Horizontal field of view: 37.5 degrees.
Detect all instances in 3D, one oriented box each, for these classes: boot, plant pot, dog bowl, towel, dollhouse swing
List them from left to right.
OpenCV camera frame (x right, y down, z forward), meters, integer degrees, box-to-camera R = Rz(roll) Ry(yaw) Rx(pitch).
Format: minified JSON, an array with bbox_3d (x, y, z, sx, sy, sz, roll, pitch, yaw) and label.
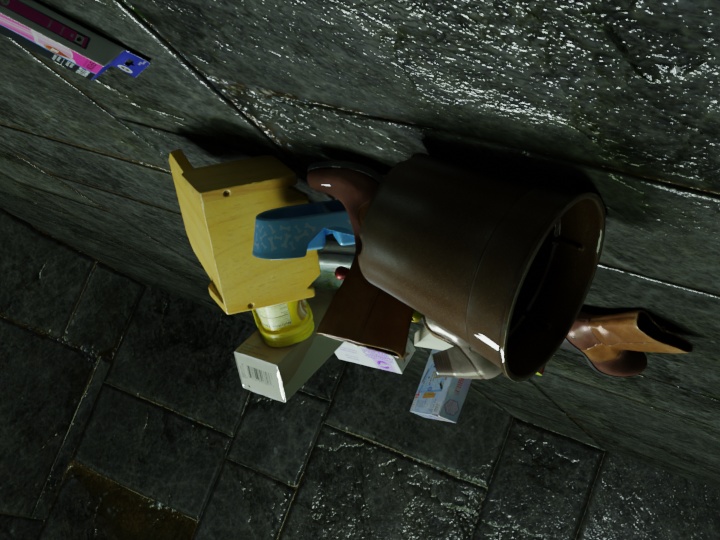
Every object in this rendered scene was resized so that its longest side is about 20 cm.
[{"bbox_3d":[-0.163,-0.077,1.481,0.180,0.201,0.176,-11,-144,-4],"label":"dollhouse swing"},{"bbox_3d":[-0.042,-0.057,1.349,0.198,0.050,0.112,-8,-167,-7],"label":"dog bowl"},{"bbox_3d":[-0.006,-0.015,1.254,0.187,0.202,0.069,21,172,5],"label":"boot"},{"bbox_3d":[0.000,0.000,1.666,0.198,0.049,0.171,3,166,0],"label":"towel"},{"bbox_3d":[0.179,0.083,1.758,0.145,0.202,0.070,-17,175,12],"label":"boot"},{"bbox_3d":[0.116,-0.018,1.089,0.197,0.201,0.200,25,173,28],"label":"plant pot"},{"bbox_3d":[0.402,0.102,1.536,0.188,0.069,0.199,34,159,-23],"label":"boot"}]

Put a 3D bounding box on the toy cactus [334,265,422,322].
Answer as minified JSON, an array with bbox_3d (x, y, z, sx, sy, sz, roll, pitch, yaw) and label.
[{"bbox_3d":[0.068,0.017,1.436,0.164,0.103,0.199,7,177,-32],"label":"toy cactus"}]

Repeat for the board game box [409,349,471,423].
[{"bbox_3d":[0.171,0.188,2.045,0.041,0.201,0.200,22,171,-10],"label":"board game box"}]

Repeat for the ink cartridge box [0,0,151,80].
[{"bbox_3d":[-0.342,-0.263,1.206,0.199,0.037,0.095,24,171,-21],"label":"ink cartridge box"}]

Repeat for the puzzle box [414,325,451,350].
[{"bbox_3d":[0.209,0.122,1.890,0.198,0.026,0.133,10,159,-14],"label":"puzzle box"}]

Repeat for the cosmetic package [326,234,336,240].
[{"bbox_3d":[-0.059,-0.023,1.842,0.082,0.051,0.200,22,171,4],"label":"cosmetic package"}]

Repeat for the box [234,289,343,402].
[{"bbox_3d":[-0.103,0.114,1.715,0.094,0.200,0.078,13,129,31],"label":"box"}]

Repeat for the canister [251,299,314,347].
[{"bbox_3d":[-0.142,-0.004,1.644,0.149,0.086,0.201,-121,15,-56],"label":"canister"}]

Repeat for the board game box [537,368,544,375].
[{"bbox_3d":[0.231,0.078,1.587,0.047,0.102,0.200,15,168,37],"label":"board game box"}]

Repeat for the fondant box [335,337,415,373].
[{"bbox_3d":[-0.006,0.090,1.853,0.143,0.058,0.201,10,147,34],"label":"fondant box"}]
